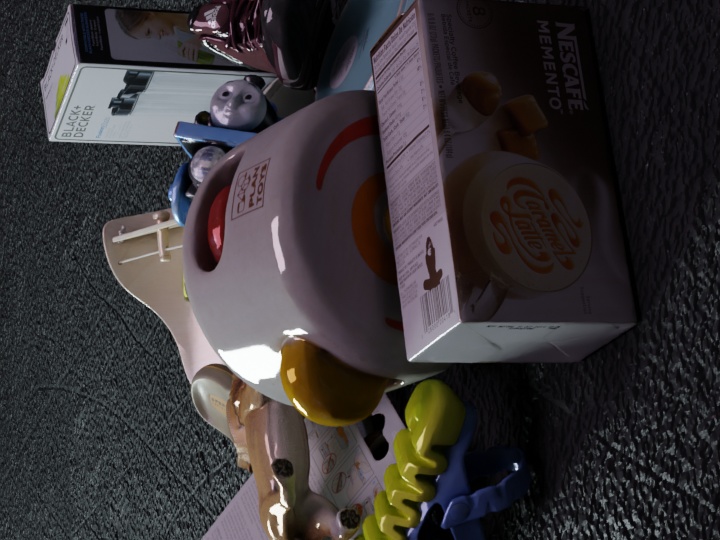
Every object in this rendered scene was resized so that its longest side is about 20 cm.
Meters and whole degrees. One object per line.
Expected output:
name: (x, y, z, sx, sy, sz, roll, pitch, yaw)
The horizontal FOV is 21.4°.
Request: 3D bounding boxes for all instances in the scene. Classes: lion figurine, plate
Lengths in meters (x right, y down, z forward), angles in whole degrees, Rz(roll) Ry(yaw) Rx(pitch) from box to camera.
lion figurine: (-0.050, 0.124, 1.282, 0.123, 0.072, 0.201, 121, 153, -56)
plate: (0.009, -0.157, 1.327, 0.200, 0.026, 0.201, -52, 26, 39)

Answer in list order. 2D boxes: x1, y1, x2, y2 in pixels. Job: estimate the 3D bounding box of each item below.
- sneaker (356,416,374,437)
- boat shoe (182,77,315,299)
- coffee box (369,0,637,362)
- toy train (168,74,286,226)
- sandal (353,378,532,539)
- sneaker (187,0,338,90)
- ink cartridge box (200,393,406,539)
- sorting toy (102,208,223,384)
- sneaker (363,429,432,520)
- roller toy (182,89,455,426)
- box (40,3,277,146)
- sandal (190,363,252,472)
sneaker: (-0.022, 0.112, 1.435, 0.071, 0.073, 0.201, 54, -146, -84)
boat shoe: (-0.090, -0.064, 1.514, 0.060, 0.072, 0.202, -9, 58, 51)
coffee box: (0.081, -0.052, 1.118, 0.080, 0.114, 0.201, 137, 131, -60)
toy train: (-0.076, -0.064, 1.384, 0.200, 0.086, 0.115, 55, -135, -66)
sandal: (0.044, 0.170, 1.195, 0.080, 0.087, 0.201, -102, 33, -66)
sneaker: (-0.079, -0.176, 1.402, 0.200, 0.115, 0.076, 41, -115, -79)
ink cartridge box: (-0.025, 0.175, 1.321, 0.200, 0.050, 0.162, -50, 34, 12)
sorting toy: (-0.122, 0.026, 1.634, 0.200, 0.107, 0.181, -11, 90, 59)
sneaker: (0.019, 0.202, 1.301, 0.076, 0.070, 0.201, 111, 152, -53)
roller toy: (-0.007, -0.012, 1.190, 0.140, 0.200, 0.183, -23, 96, 50)
box: (-0.152, -0.156, 1.567, 0.117, 0.199, 0.060, 127, 139, -53)
sandal: (-0.089, 0.129, 1.549, 0.200, 0.054, 0.081, 19, 125, 51)
